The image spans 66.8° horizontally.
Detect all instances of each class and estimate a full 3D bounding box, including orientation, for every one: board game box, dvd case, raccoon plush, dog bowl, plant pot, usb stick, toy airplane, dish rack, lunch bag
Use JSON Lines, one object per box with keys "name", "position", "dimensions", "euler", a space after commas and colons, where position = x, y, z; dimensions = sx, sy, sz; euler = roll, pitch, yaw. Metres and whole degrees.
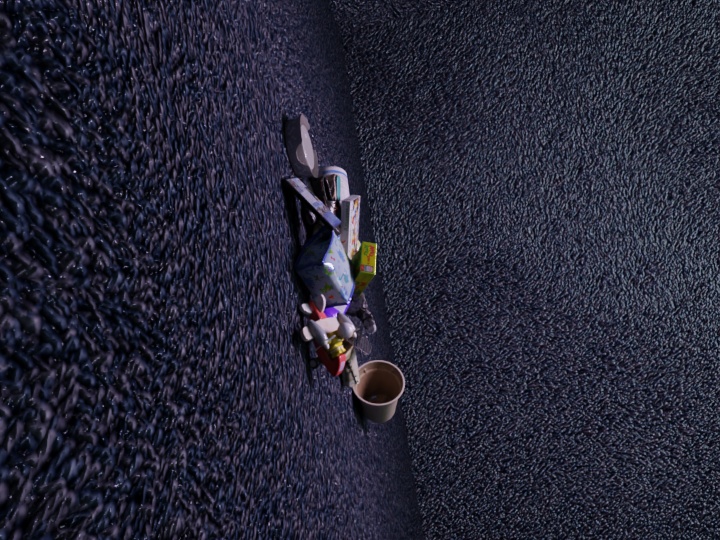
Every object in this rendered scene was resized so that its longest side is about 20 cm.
{"name": "board game box", "position": [0.000, 0.000, 1.706], "dimensions": [0.200, 0.047, 0.103], "euler": [123, -27, -63]}
{"name": "dvd case", "position": [-0.141, -0.199, 1.619], "dimensions": [0.200, 0.018, 0.143], "euler": [45, 14, -4]}
{"name": "raccoon plush", "position": [-0.017, 0.124, 1.861], "dimensions": [0.134, 0.096, 0.202], "euler": [-9, 79, -87]}
{"name": "dog bowl", "position": [-0.190, -0.394, 1.762], "dimensions": [0.200, 0.058, 0.202], "euler": [-11, 90, -83]}
{"name": "plant pot", "position": [0.069, 0.484, 2.107], "dimensions": [0.202, 0.198, 0.185], "euler": [-92, 180, -46]}
{"name": "usb stick", "position": [-0.158, -0.221, 1.804], "dimensions": [0.201, 0.032, 0.056], "euler": [-88, 163, -55]}
{"name": "toy airplane", "position": [-0.084, 0.161, 1.495], "dimensions": [0.200, 0.140, 0.201], "euler": [54, 33, -35]}
{"name": "dish rack", "position": [-0.033, 0.193, 1.828], "dimensions": [0.200, 0.055, 0.154], "euler": [41, 15, -8]}
{"name": "lunch bag", "position": [-0.092, -0.016, 1.608], "dimensions": [0.171, 0.126, 0.201], "euler": [61, 33, -33]}
{"name": "board game box", "position": [-0.036, -0.144, 1.838], "dimensions": [0.126, 0.034, 0.202], "euler": [-48, 143, -68]}

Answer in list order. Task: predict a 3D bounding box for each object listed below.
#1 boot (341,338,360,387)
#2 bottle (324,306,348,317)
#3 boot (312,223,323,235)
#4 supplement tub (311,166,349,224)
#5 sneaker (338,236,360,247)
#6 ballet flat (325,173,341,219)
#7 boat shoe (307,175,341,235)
{"name": "boot", "position": [-0.046, 0.322, 1.842], "dimensions": [0.200, 0.071, 0.156], "euler": [-54, 136, -80]}
{"name": "bottle", "position": [-0.093, 0.132, 1.676], "dimensions": [0.066, 0.083, 0.200], "euler": [-63, 180, 32]}
{"name": "boot", "position": [-0.108, -0.038, 1.778], "dimensions": [0.155, 0.071, 0.201], "euler": [-90, 160, -52]}
{"name": "supplement tub", "position": [-0.102, -0.255, 1.952], "dimensions": [0.132, 0.131, 0.202], "euler": [58, 24, -69]}
{"name": "sneaker", "position": [-0.076, -0.061, 1.950], "dimensions": [0.105, 0.076, 0.201], "euler": [42, 43, -14]}
{"name": "ballet flat", "position": [-0.097, -0.220, 1.833], "dimensions": [0.068, 0.067, 0.202], "euler": [0, 88, -75]}
{"name": "boat shoe", "position": [-0.105, -0.205, 1.763], "dimensions": [0.203, 0.063, 0.074], "euler": [68, 14, 2]}
